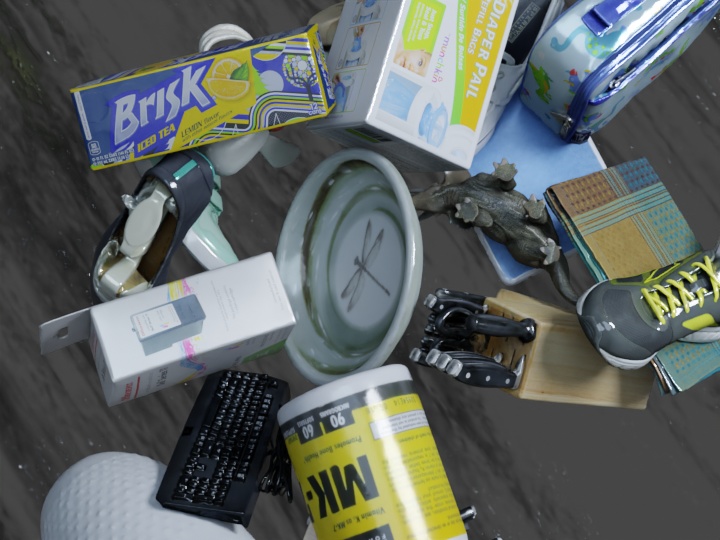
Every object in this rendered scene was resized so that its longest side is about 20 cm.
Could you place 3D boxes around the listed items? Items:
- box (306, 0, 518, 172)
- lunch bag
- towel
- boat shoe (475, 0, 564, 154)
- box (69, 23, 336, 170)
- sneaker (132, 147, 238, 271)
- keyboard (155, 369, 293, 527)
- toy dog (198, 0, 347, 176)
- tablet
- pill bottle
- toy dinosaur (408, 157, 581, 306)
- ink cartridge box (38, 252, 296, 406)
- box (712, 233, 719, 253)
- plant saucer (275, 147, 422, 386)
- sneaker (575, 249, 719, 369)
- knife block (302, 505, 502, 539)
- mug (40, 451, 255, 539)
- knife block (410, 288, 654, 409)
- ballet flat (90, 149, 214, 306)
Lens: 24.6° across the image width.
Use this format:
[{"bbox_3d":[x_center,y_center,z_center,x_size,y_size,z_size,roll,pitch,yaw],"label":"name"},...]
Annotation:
[{"bbox_3d":[0.050,-0.194,1.375,0.112,0.101,0.202,21,81,-30],"label":"box"},{"bbox_3d":[0.228,-0.205,1.400,0.200,0.161,0.083,-41,79,-14],"label":"lunch bag"},{"bbox_3d":[0.248,0.002,1.392,0.146,0.022,0.201,-17,71,-44],"label":"towel"},{"bbox_3d":[0.110,-0.181,1.441,0.073,0.065,0.201,29,81,8],"label":"boat shoe"},{"bbox_3d":[-0.124,-0.138,1.318,0.198,0.064,0.071,-12,102,10],"label":"box"},{"bbox_3d":[-0.130,-0.094,1.440,0.118,0.074,0.201,-30,77,0],"label":"sneaker"},{"bbox_3d":[-0.094,0.131,1.343,0.103,0.200,0.040,11,120,2],"label":"keyboard"},{"bbox_3d":[-0.063,-0.156,1.431,0.198,0.096,0.133,-14,101,-25],"label":"toy dog"},{"bbox_3d":[0.140,-0.100,1.462,0.129,0.014,0.201,-26,77,-3],"label":"tablet"},{"bbox_3d":[0.017,0.185,1.288,0.113,0.114,0.202,-20,79,-2],"label":"pill bottle"},{"bbox_3d":[0.131,-0.040,1.397,0.199,0.102,0.077,29,89,6],"label":"toy dinosaur"},{"bbox_3d":[-0.162,0.056,1.371,0.198,0.117,0.068,-17,79,-14],"label":"ink cartridge box"},{"bbox_3d":[0.412,-0.028,1.405,0.199,0.049,0.162,25,72,7],"label":"box"},{"bbox_3d":[0.000,0.000,1.384,0.050,0.199,0.202,8,75,-35],"label":"plant saucer"},{"bbox_3d":[0.249,0.018,1.304,0.199,0.085,0.075,-13,67,-44],"label":"sneaker"},{"bbox_3d":[0.024,0.276,1.360,0.174,0.064,0.201,21,79,8],"label":"knife block"},{"bbox_3d":[-0.184,0.254,1.337,0.175,0.147,0.201,38,114,37],"label":"mug"},{"bbox_3d":[0.144,0.069,1.332,0.198,0.176,0.065,17,100,5],"label":"knife block"},{"bbox_3d":[-0.187,-0.019,1.376,0.073,0.073,0.201,42,124,11],"label":"ballet flat"}]
